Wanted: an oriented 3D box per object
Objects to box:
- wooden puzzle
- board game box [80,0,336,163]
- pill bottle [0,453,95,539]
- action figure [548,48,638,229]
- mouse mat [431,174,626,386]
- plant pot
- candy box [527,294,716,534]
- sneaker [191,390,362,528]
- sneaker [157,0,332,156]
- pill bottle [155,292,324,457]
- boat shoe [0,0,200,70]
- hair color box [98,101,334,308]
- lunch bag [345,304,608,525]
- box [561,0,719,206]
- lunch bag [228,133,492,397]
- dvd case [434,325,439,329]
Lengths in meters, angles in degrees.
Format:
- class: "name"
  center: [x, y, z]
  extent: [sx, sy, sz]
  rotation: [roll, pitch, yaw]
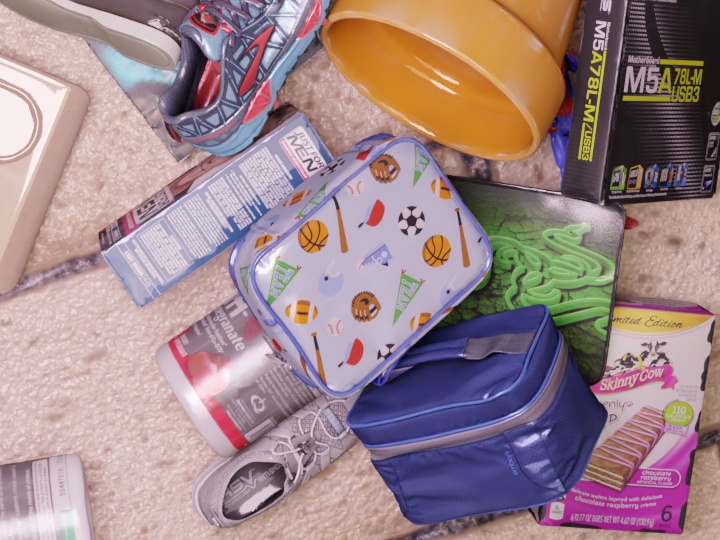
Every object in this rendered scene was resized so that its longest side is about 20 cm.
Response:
- class: "wooden puzzle"
  center: [-0.345, -0.100, 1.502]
  extent: [0.199, 0.046, 0.186]
  rotation: [21, 97, -17]
- class: "board game box"
  center: [-0.114, -0.203, 1.527]
  extent: [0.200, 0.028, 0.136]
  rotation: [-38, 103, -1]
- class: "pill bottle"
  center: [-0.323, 0.223, 1.528]
  extent: [0.198, 0.113, 0.114]
  rotation: [-9, 102, -8]
- class: "action figure"
  center: [0.185, -0.118, 1.560]
  extent: [0.065, 0.099, 0.201]
  rotation: [-24, 101, -5]
- class: "mouse mat"
  center: [0.120, 0.006, 1.562]
  extent: [0.198, 0.008, 0.162]
  rotation: [9, 100, 15]
- class: "plant pot"
  center: [0.097, -0.220, 1.483]
  extent: [0.199, 0.200, 0.184]
  rotation: [33, 75, -13]
- class: "candy box"
  center: [0.226, 0.124, 1.606]
  extent: [0.135, 0.061, 0.202]
  rotation: [4, 99, -10]
- class: "sneaker"
  center: [-0.054, 0.159, 1.575]
  extent: [0.200, 0.082, 0.075]
  rotation: [-42, 104, -2]
- class: "sneaker"
  center: [-0.092, -0.185, 1.426]
  extent: [0.095, 0.079, 0.201]
  rotation: [12, 105, -53]
- class: "pill bottle"
  center: [-0.064, 0.059, 1.542]
  extent: [0.199, 0.111, 0.111]
  rotation: [-34, 104, -2]
- class: "boat shoe"
  center: [-0.224, -0.225, 1.471]
  extent: [0.200, 0.072, 0.061]
  rotation: [24, 75, 11]
- class: "hair color box"
  center: [-0.119, -0.056, 1.516]
  extent: [0.199, 0.100, 0.061]
  rotation: [-35, 105, -3]
- class: "lunch bag"
  center: [0.087, 0.113, 1.516]
  extent: [0.199, 0.136, 0.133]
  rotation: [-15, 116, 32]
- class: "box"
  center: [0.247, -0.156, 1.528]
  extent: [0.199, 0.047, 0.195]
  rotation: [-5, 107, -51]
- class: "lunch bag"
  center: [0.000, 0.000, 1.457]
  extent: [0.200, 0.075, 0.161]
  rotation: [-40, 110, -14]
- class: "dvd case"
  center: [0.140, 0.073, 1.624]
  extent: [0.145, 0.022, 0.201]
  rotation: [-19, 102, -5]
